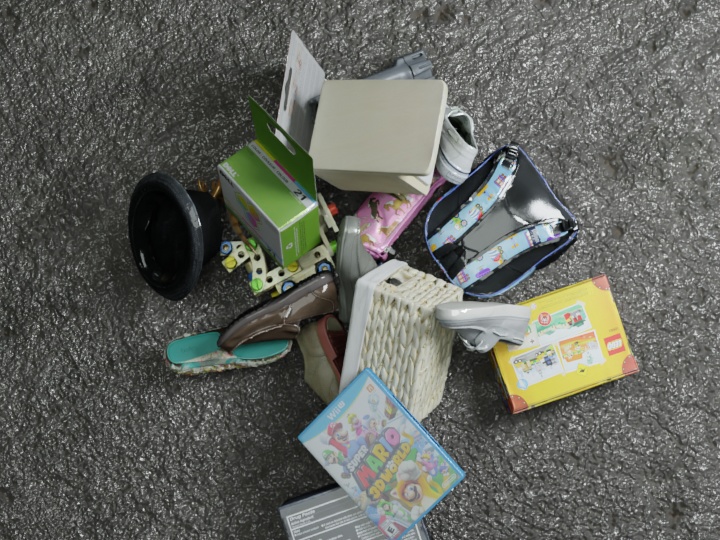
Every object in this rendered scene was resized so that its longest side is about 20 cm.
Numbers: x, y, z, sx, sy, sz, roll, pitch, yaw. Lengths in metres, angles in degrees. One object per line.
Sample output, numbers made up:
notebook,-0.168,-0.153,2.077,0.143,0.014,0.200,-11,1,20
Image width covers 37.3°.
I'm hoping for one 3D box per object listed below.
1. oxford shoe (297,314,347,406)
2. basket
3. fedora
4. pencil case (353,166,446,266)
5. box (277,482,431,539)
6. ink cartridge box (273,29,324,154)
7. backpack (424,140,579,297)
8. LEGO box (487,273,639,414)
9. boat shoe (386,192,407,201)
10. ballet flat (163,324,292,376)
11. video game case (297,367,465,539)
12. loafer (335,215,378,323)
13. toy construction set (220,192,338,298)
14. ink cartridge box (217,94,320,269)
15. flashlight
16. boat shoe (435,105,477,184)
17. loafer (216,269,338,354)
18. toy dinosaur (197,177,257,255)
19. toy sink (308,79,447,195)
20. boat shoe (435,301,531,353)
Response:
oxford shoe,-0.041,0.172,1.609,0.074,0.070,0.204,-19,85,27
basket,0.059,0.106,1.522,0.121,0.135,0.204,17,111,22
fedora,-0.266,-0.058,1.594,0.091,0.200,0.203,-20,81,-42
pencil case,0.061,-0.106,1.613,0.086,0.083,0.201,39,86,3
box,0.005,0.401,1.544,0.196,0.123,0.202,-18,85,-1
ink cartridge box,-0.105,-0.247,1.574,0.049,0.200,0.164,7,84,14
backpack,0.197,-0.059,1.575,0.199,0.135,0.184,-38,84,-2
LEGO box,0.291,0.110,1.582,0.196,0.077,0.152,-18,84,1
boat shoe,-0.001,-0.148,1.587,0.198,0.073,0.064,16,72,34
ballet flat,-0.198,0.119,1.612,0.196,0.064,0.077,-5,66,2
video game case,0.028,0.256,1.474,0.143,0.018,0.200,-44,84,11
loafer,0.000,0.000,1.562,0.068,0.202,0.071,1,48,4
toy construction set,-0.108,-0.028,1.614,0.198,0.092,0.133,-29,83,11
ink cartridge box,-0.130,-0.121,1.476,0.075,0.201,0.148,-36,65,-18
flashlight,0.021,-0.264,1.615,0.197,0.068,0.069,-24,67,-21
boat shoe,0.140,-0.205,1.573,0.073,0.202,0.067,22,122,-27
loafer,-0.116,0.074,1.551,0.198,0.073,0.072,-28,96,2
toy dinosaur,-0.190,-0.119,1.608,0.104,0.060,0.203,-5,58,27
toy sink,0.043,-0.182,1.471,0.197,0.112,0.133,5,79,32
boat shoe,0.169,0.079,1.469,0.071,0.199,0.070,4,90,33
